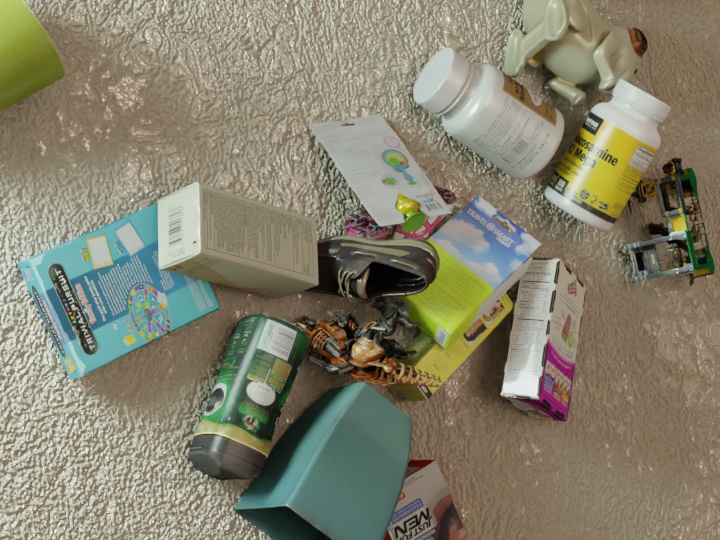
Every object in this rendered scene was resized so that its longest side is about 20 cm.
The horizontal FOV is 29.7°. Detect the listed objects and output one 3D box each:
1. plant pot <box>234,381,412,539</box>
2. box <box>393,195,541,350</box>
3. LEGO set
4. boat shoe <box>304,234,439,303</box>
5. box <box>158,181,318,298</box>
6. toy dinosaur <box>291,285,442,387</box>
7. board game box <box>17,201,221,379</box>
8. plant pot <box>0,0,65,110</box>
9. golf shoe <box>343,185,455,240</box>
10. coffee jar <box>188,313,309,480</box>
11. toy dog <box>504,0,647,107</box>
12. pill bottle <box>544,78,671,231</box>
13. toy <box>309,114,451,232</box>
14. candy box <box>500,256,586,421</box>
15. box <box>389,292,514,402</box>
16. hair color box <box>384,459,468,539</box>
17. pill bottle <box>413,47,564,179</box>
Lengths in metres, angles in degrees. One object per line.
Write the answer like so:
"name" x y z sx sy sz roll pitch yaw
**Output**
"plant pot" -0.029 0.248 1.692 0.141 0.141 0.201 39 62 -20
"box" 0.136 0.000 1.825 0.122 0.048 0.200 39 60 17
"LEGO set" 0.453 -0.063 2.062 0.154 0.115 0.201 -23 99 -61
"boat shoe" 0.000 0.000 1.726 0.073 0.199 0.075 -76 157 -60
"box" -0.147 -0.033 1.661 0.199 0.077 0.096 18 62 -45
"toy dinosaur" 0.008 0.106 1.734 0.200 0.102 0.136 40 40 8
"board game box" -0.286 0.019 1.625 0.199 0.047 0.152 -26 96 -31
"plant pot" -0.464 -0.232 1.501 0.200 0.187 0.188 -40 103 -13
"golf shoe" 0.052 -0.054 1.835 0.199 0.072 0.093 -28 129 -36
"coffee jar" -0.138 0.159 1.659 0.085 0.104 0.201 28 70 -21
"toy dog" 0.326 -0.331 2.009 0.199 0.140 0.195 23 44 -26
"pill bottle" 0.359 -0.168 1.953 0.112 0.112 0.201 24 102 -25
"toy" 0.021 -0.123 1.799 0.115 0.047 0.200 -12 48 -31
"candy box" 0.257 0.096 1.893 0.136 0.061 0.201 38 60 -58
"box" 0.119 0.095 1.840 0.200 0.075 0.050 -45 106 -29
"hair color box" 0.081 0.363 1.781 0.111 0.064 0.201 -26 97 -32
"pill bottle" 0.178 -0.223 1.899 0.199 0.114 0.115 30 68 -23
